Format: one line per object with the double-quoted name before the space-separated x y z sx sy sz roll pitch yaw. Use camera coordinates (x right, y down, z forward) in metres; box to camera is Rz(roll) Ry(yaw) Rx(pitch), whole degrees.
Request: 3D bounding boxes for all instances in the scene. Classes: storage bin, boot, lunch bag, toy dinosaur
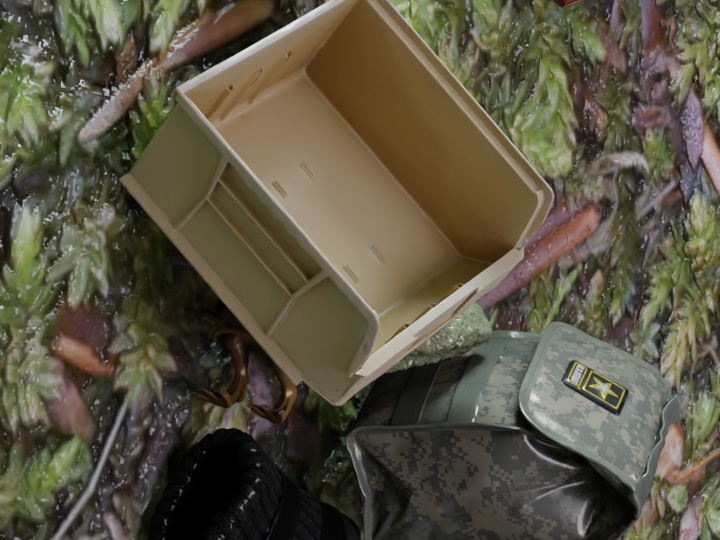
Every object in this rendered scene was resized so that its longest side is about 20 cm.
"storage bin" -0.009 -0.048 1.684 0.199 0.094 0.200 49 43 6
"boot" -0.075 0.220 1.720 0.158 0.079 0.213 41 51 -56
"lunch bag" 0.107 0.112 1.818 0.164 0.198 0.118 -59 142 -63
"toy dinosaur" -0.052 0.046 1.748 0.200 0.060 0.107 43 59 -48

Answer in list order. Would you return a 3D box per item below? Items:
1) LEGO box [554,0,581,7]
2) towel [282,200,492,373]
"LEGO box" 0.206 -0.298 1.947 0.199 0.077 0.150 -21 119 -6
"towel" 0.000 0.000 1.768 0.199 0.036 0.149 -5 61 -54
